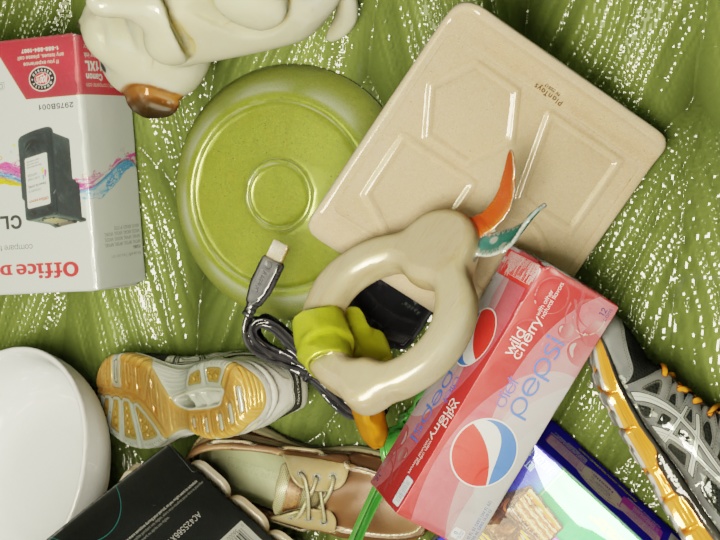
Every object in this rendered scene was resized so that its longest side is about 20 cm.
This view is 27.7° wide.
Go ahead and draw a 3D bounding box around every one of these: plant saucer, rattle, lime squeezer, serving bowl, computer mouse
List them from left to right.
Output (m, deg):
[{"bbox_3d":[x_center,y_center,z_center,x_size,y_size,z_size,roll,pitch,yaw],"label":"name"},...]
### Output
[{"bbox_3d":[-0.270,0.165,1.184,0.200,0.066,0.200,-14,65,34],"label":"serving bowl"},{"bbox_3d":[-0.059,-0.059,1.128,0.200,0.031,0.200,2,95,19],"label":"plant saucer"},{"bbox_3d":[0.000,0.000,1.083,0.140,0.046,0.200,29,99,-11],"label":"computer mouse"},{"bbox_3d":[0.050,0.127,1.085,0.200,0.038,0.071,-46,42,-4],"label":"lime squeezer"},{"bbox_3d":[0.062,0.029,1.017,0.200,0.130,0.143,-46,124,-10],"label":"rattle"}]

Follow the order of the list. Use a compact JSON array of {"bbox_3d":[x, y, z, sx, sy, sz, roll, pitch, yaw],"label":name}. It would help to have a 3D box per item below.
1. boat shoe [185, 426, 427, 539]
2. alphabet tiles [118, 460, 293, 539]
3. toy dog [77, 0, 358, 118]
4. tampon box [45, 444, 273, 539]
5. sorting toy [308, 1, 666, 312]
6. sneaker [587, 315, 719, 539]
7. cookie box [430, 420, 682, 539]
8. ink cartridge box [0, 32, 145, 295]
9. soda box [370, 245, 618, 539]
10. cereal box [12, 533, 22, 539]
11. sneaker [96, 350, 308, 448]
[{"bbox_3d":[-0.044,0.170,1.122,0.200,0.074,0.076,10,99,18],"label":"boat shoe"},{"bbox_3d":[-0.125,0.245,1.152,0.200,0.015,0.196,40,128,8],"label":"alphabet tiles"},{"bbox_3d":[-0.120,-0.203,1.080,0.200,0.194,0.140,-28,63,32],"label":"toy dog"},{"bbox_3d":[-0.178,0.259,1.087,0.126,0.150,0.200,42,128,8],"label":"tampon box"},{"bbox_3d":[0.089,-0.063,1.040,0.185,0.036,0.200,32,103,-13],"label":"sorting toy"},{"bbox_3d":[0.225,0.112,1.031,0.077,0.078,0.200,-31,88,5],"label":"sneaker"},{"bbox_3d":[0.129,0.241,1.069,0.171,0.075,0.200,42,108,9],"label":"cookie box"},{"bbox_3d":[-0.260,-0.081,1.167,0.146,0.083,0.200,-3,94,19],"label":"ink cartridge box"},{"bbox_3d":[0.092,0.088,1.016,0.070,0.063,0.200,29,93,-20],"label":"soda box"},{"bbox_3d":[-0.254,0.335,1.230,0.200,0.040,0.144,43,106,11],"label":"cereal box"},{"bbox_3d":[-0.124,0.099,1.147,0.200,0.088,0.076,1,95,43],"label":"sneaker"}]
